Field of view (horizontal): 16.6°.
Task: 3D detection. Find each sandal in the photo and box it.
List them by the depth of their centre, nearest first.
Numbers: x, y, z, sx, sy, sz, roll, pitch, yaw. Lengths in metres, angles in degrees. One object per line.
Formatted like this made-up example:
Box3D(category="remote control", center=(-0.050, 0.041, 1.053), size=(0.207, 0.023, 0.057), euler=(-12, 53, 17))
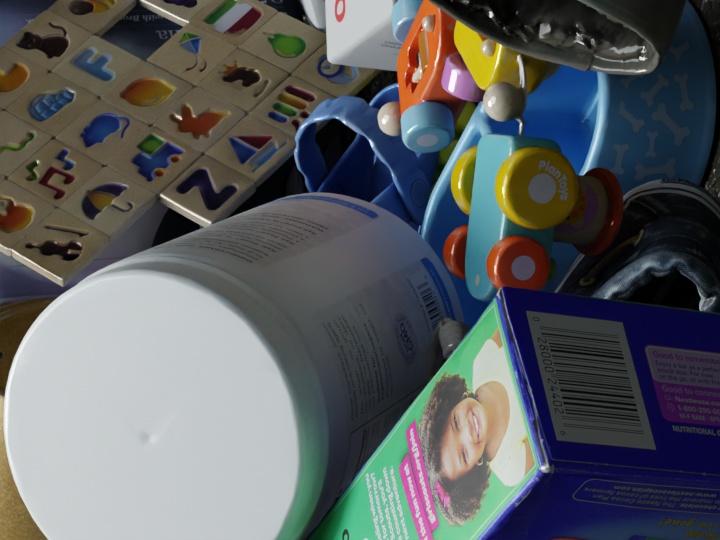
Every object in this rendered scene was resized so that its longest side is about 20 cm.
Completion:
Box3D(category="sandal", center=(0.000, 0.000, 1.144), size=(0.079, 0.087, 0.202), euler=(-9, 71, 38))
Box3D(category="sandal", center=(-0.055, -0.034, 1.179), size=(0.043, 0.076, 0.201), euler=(115, 169, -55))

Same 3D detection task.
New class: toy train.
Box3D(category="toy train", center=(0.057, -0.049, 0.987), size=(0.151, 0.055, 0.201), euler=(114, 155, -52))

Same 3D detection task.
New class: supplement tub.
Box3D(category="supplement tub", center=(-0.045, 0.045, 1.003), size=(0.131, 0.200, 0.133), euler=(4, 101, 21))

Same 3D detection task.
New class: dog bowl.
Box3D(category="dog bowl", center=(0.082, -0.036, 1.061), size=(0.201, 0.049, 0.112), euler=(-62, 35, 39))

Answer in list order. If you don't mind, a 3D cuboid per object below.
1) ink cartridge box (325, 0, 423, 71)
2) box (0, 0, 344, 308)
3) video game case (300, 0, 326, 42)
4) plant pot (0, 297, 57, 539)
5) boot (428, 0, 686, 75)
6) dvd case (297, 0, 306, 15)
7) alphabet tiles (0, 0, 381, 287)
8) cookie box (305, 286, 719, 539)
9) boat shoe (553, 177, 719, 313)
Box3D(category="ink cartridge box", center=(0.058, -0.184, 1.095), size=(0.200, 0.083, 0.146), euler=(150, 120, -61))
Box3D(category="box", center=(-0.113, -0.036, 1.269), size=(0.124, 0.198, 0.199), euler=(110, 149, -51))
Box3D(category="video game case", center=(-0.053, -0.233, 1.240), size=(0.183, 0.024, 0.201), euler=(74, 176, -49))
Box3D(category="plant pot", center=(-0.146, 0.120, 1.161), size=(0.187, 0.185, 0.201), euler=(-124, 34, -52))
Box3D(category="boot", center=(0.066, -0.186, 0.938), size=(0.201, 0.181, 0.073), euler=(-65, -18, -13))
Box3D(category="dvd case", center=(-0.039, -0.223, 1.366), size=(0.200, 0.025, 0.152), euler=(27, 110, 62))
Box3D(category="alphabet tiles", center=(-0.113, -0.075, 1.190), size=(0.166, 0.200, 0.008), euler=(28, 145, 26))
Box3D(category="cookie box", center=(0.086, 0.099, 0.897), size=(0.200, 0.170, 0.076), euler=(125, 143, -45))
Box3D(category="boat shoe", center=(0.080, 0.060, 0.968), size=(0.201, 0.070, 0.091), euler=(-62, 1, 22))
